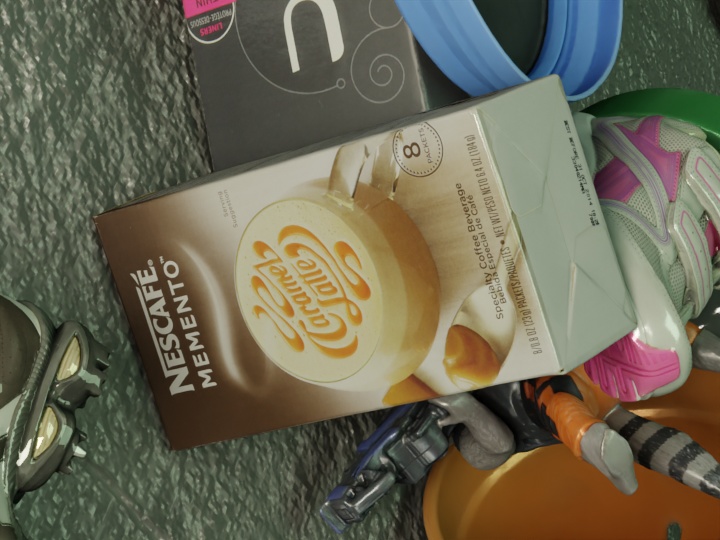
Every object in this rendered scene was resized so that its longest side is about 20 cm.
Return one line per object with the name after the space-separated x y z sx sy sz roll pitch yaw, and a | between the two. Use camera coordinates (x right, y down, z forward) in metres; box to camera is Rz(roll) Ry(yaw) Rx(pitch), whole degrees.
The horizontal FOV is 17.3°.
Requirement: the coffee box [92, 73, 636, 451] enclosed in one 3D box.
0.000 0.000 0.999 0.080 0.200 0.115 -27 100 -56 | coffee box

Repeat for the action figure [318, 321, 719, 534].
0.079 0.076 1.120 0.200 0.193 0.105 -48 118 -25 | action figure

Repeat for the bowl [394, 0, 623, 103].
0.058 -0.169 1.075 0.201 0.039 0.201 32 51 -51 | bowl

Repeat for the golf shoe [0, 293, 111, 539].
-0.162 0.091 0.851 0.094 0.078 0.200 32 49 -26 | golf shoe

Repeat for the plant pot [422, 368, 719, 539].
0.144 0.153 1.186 0.200 0.200 0.140 -62 145 -47 | plant pot

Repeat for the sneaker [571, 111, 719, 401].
0.133 -0.018 1.069 0.200 0.088 0.081 -94 174 -54 | sneaker

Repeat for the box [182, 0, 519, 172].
-0.001 -0.097 1.107 0.106 0.122 0.200 -4 81 -59 | box

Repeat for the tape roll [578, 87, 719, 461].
0.162 0.005 1.245 0.048 0.200 0.201 -37 109 -55 | tape roll

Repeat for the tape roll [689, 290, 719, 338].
0.218 0.017 1.373 0.200 0.066 0.200 57 10 -15 | tape roll
